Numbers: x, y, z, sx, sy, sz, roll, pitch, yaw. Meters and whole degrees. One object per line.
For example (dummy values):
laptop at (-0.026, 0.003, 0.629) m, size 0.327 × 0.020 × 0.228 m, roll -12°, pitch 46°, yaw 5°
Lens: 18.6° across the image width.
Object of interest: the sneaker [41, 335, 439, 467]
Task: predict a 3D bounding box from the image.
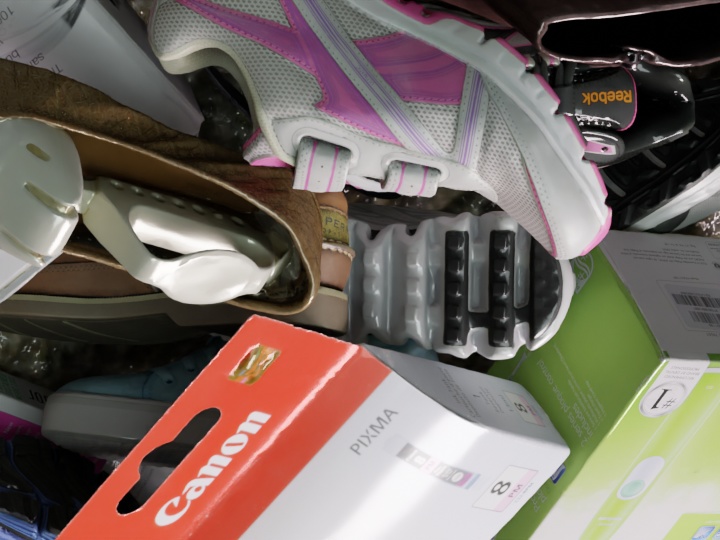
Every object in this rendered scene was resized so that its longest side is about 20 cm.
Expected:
sneaker at (-0.054, 0.047, 1.014) m, size 0.199 × 0.074 × 0.082 m, roll 2°, pitch 77°, yaw -30°

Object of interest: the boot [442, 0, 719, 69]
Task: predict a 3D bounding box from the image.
boot at (0.041, -0.133, 0.882) m, size 0.199 × 0.167 × 0.073 m, roll -2°, pitch 119°, yaw -18°

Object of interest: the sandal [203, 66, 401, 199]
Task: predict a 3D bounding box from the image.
sandal at (-0.044, -0.091, 0.920) m, size 0.200 × 0.076 × 0.043 m, roll 49°, pitch 62°, yaw -41°

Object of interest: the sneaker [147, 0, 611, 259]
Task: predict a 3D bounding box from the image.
sneaker at (0.003, -0.061, 0.823) m, size 0.200 × 0.081 × 0.088 m, roll 37°, pitch 85°, yaw 4°

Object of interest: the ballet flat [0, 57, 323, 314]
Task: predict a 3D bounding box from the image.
ballet flat at (-0.095, -0.024, 0.802) m, size 0.199 × 0.072 × 0.068 m, roll 20°, pitch 118°, yaw -32°

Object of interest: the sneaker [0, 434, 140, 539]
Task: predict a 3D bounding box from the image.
sneaker at (-0.119, 0.145, 1.000) m, size 0.078 × 0.075 × 0.200 m, roll -47°, pitch 126°, yaw 10°

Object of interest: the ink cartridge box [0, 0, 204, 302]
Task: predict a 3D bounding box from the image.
ink cartridge box at (-0.181, -0.094, 0.874) m, size 0.147 × 0.083 × 0.200 m, roll -38°, pitch 124°, yaw 6°

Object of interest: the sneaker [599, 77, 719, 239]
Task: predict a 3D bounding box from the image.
sneaker at (0.185, -0.058, 1.036) m, size 0.200 × 0.074 × 0.079 m, roll -31°, pitch 129°, yaw -1°

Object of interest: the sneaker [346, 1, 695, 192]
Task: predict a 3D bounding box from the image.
sneaker at (0.070, -0.077, 0.929) m, size 0.199 × 0.086 × 0.081 m, roll -14°, pitch 104°, yaw -48°

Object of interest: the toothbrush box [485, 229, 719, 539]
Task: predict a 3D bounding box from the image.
toothbrush box at (0.131, 0.082, 1.048) m, size 0.145 × 0.086 × 0.200 m, roll 5°, pitch 133°, yaw -34°

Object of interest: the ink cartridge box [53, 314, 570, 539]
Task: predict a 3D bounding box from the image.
ink cartridge box at (-0.022, 0.105, 0.929) m, size 0.163 × 0.057 × 0.200 m, roll -49°, pitch 150°, yaw 17°

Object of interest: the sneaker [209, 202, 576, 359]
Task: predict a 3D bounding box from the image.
sneaker at (0.000, 0.000, 0.976) m, size 0.199 × 0.081 × 0.076 m, roll 8°, pitch 97°, yaw 15°

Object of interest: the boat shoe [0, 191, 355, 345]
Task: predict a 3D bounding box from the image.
boat shoe at (-0.093, -0.006, 0.939) m, size 0.072 × 0.199 × 0.068 m, roll 24°, pitch 68°, yaw -66°

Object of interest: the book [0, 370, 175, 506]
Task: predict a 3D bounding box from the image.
book at (-0.177, 0.113, 1.020) m, size 0.199 × 0.048 × 0.134 m, roll 26°, pitch 106°, yaw -32°
